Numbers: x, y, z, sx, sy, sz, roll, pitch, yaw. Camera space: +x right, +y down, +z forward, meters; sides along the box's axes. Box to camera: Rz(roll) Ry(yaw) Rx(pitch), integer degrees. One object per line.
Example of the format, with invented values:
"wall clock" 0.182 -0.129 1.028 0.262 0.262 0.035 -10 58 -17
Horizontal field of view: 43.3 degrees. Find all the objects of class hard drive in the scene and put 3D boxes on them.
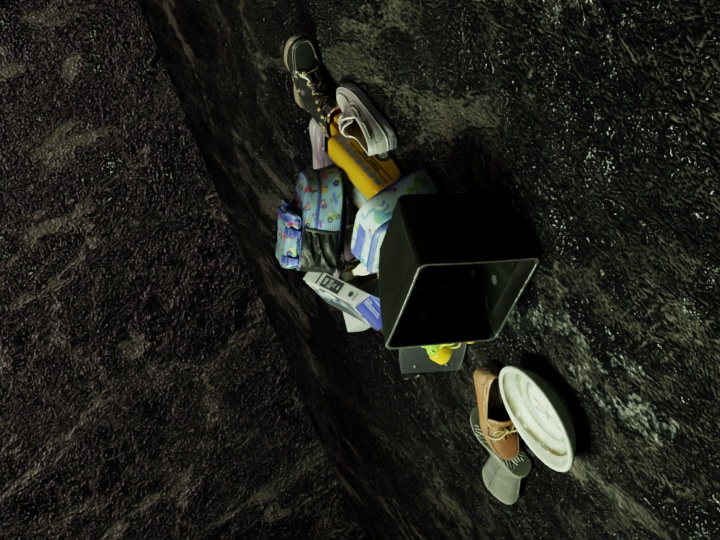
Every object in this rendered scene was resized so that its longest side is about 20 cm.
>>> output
"hard drive" 0.141 0.135 1.791 0.201 0.134 0.043 89 177 -53

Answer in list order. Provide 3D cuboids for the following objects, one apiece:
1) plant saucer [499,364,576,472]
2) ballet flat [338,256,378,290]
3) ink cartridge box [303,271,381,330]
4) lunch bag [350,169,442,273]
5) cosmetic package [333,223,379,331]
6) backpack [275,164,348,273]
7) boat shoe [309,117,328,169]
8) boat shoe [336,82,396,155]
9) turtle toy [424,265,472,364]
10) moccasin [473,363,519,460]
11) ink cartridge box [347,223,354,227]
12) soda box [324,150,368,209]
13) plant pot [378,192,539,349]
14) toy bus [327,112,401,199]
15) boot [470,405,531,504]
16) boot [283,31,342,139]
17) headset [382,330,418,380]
"plant saucer" 0.313 0.243 1.546 0.201 0.050 0.201 55 163 26
"ballet flat" 0.000 0.000 1.784 0.200 0.065 0.071 -30 76 49
"ink cartridge box" -0.018 0.059 1.779 0.199 0.039 0.100 24 163 42
"lunch bag" 0.062 -0.081 1.624 0.083 0.160 0.200 55 162 17
"cosmetic package" 0.010 0.007 1.865 0.151 0.051 0.201 -33 66 50
"backpack" -0.093 -0.110 1.796 0.183 0.134 0.201 -122 36 -70
"boat shoe" -0.059 -0.241 1.954 0.069 0.072 0.201 45 147 48
"boat shoe" -0.009 -0.280 1.697 0.200 0.069 0.071 55 162 36
"turtle toy" 0.144 0.063 1.590 0.145 0.200 0.101 37 -144 -16
"moccasin" 0.268 0.275 1.721 0.078 0.073 0.203 -132 30 -65
"ink cartridge box" 0.000 -0.007 2.072 0.200 0.084 0.146 109 139 -69
"soda box" 0.004 -0.179 1.829 0.200 0.068 0.064 50 157 40
"plant pot" 0.128 -0.012 1.427 0.200 0.199 0.178 109 149 -45
"toy bus" 0.002 -0.215 1.745 0.200 0.078 0.065 49 160 26
"boot" 0.280 0.382 1.874 0.182 0.072 0.200 59 171 22
"boot" -0.084 -0.362 1.807 0.151 0.073 0.201 54 162 30
"headset" 0.090 0.161 2.052 0.200 0.094 0.123 53 173 -33
